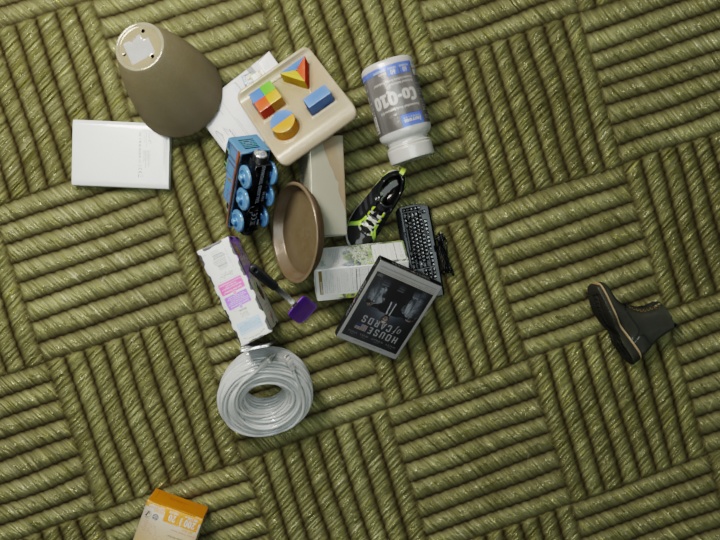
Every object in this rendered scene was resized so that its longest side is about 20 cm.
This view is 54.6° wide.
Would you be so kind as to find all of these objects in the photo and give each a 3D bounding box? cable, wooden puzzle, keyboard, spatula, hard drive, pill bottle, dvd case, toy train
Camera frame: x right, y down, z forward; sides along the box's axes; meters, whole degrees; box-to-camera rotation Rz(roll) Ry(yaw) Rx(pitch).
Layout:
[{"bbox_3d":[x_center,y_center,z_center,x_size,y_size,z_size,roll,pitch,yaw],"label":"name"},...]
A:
[{"bbox_3d":[-0.195,0.249,1.422,0.198,0.070,0.201,-27,126,5],"label":"cable"},{"bbox_3d":[-0.131,-0.335,1.383,0.184,0.046,0.201,-34,68,-2],"label":"wooden puzzle"},{"bbox_3d":[0.141,-0.043,1.488,0.102,0.040,0.204,-11,94,-3],"label":"keyboard"},{"bbox_3d":[-0.161,0.046,1.427,0.057,0.021,0.200,-48,127,-3],"label":"spatula"},{"bbox_3d":[-0.494,-0.239,1.446,0.196,0.026,0.135,2,92,-4],"label":"hard drive"},{"bbox_3d":[0.081,-0.326,1.436,0.112,0.114,0.203,-17,93,-3],"label":"pill bottle"},{"bbox_3d":[0.056,0.080,1.439,0.148,0.025,0.202,22,114,-18],"label":"dvd case"},{"bbox_3d":[-0.227,-0.169,1.400,0.086,0.202,0.115,-14,49,-33],"label":"toy train"},{"bbox_3d":[-0.201,0.149,1.392,0.055,0.200,0.011,-5,88,-3],"label":"keyboard"}]

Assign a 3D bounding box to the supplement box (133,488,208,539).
[{"bbox_3d":[-0.413,0.580,1.456,0.124,0.074,0.203,19,91,-4],"label":"supplement box"}]

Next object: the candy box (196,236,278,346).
[{"bbox_3d":[-0.242,0.037,1.401,0.071,0.168,0.203,-25,93,-2],"label":"candy box"}]

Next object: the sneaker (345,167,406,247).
[{"bbox_3d":[0.031,-0.131,1.454,0.071,0.083,0.202,30,92,-4],"label":"sneaker"}]

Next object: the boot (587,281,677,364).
[{"bbox_3d":[0.588,0.081,1.511,0.137,0.077,0.202,-35,107,-6],"label":"boot"}]

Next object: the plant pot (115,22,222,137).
[{"bbox_3d":[-0.384,-0.381,1.341,0.184,0.200,0.191,-1,80,6],"label":"plant pot"}]

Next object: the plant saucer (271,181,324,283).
[{"bbox_3d":[-0.125,-0.076,1.406,0.029,0.199,0.204,-3,93,-32],"label":"plant saucer"}]

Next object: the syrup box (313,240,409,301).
[{"bbox_3d":[0.000,0.000,1.447,0.196,0.079,0.083,-6,125,-3],"label":"syrup box"}]

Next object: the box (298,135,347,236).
[{"bbox_3d":[-0.079,-0.171,1.436,0.076,0.095,0.204,-3,94,-18],"label":"box"}]

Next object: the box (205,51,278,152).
[{"bbox_3d":[-0.221,-0.329,1.454,0.199,0.041,0.157,-38,93,-3],"label":"box"}]
